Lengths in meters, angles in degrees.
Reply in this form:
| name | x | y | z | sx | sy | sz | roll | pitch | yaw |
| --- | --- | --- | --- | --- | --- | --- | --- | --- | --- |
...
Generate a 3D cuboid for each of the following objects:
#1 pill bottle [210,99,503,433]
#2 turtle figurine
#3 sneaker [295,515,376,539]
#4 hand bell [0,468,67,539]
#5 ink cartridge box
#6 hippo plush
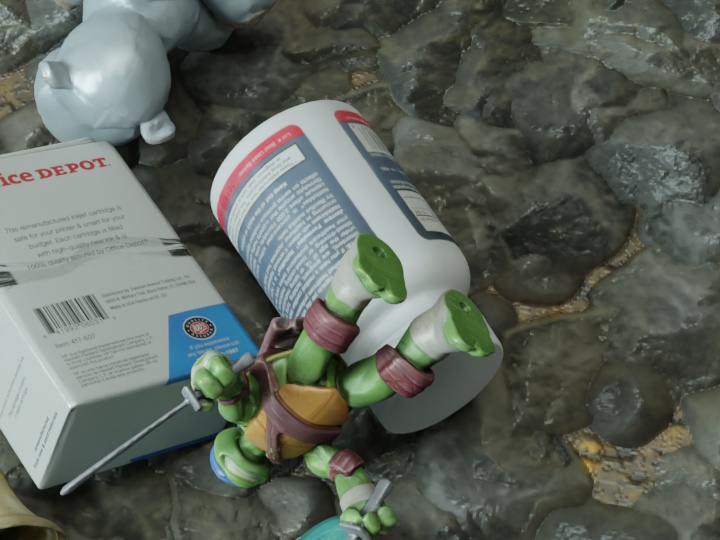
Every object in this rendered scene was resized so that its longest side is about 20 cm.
| name | x | y | z | sx | sy | sz | roll | pitch | yaw |
| --- | --- | --- | --- | --- | --- | --- | --- | --- | --- |
| pill bottle | 0.000 | 0.000 | 1.256 | 0.119 | 0.120 | 0.200 | -27 | 62 | -15 |
| turtle figurine | -0.024 | 0.090 | 1.110 | 0.144 | 0.194 | 0.200 | 47 | 25 | 7 |
| sneaker | -0.058 | 0.219 | 1.148 | 0.077 | 0.080 | 0.200 | 36 | 65 | 20 |
| hand bell | -0.259 | 0.097 | 1.204 | 0.104 | 0.104 | 0.201 | -19 | 63 | -11 |
| ink cartridge box | -0.181 | 0.022 | 1.238 | 0.145 | 0.085 | 0.200 | -14 | 54 | -39 |
| hippo plush | -0.140 | -0.156 | 1.329 | 0.159 | 0.200 | 0.162 | 19 | 66 | -25 |
